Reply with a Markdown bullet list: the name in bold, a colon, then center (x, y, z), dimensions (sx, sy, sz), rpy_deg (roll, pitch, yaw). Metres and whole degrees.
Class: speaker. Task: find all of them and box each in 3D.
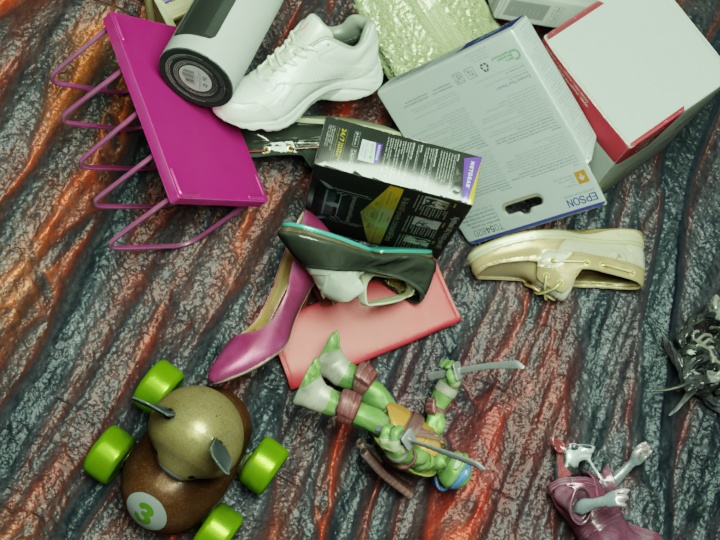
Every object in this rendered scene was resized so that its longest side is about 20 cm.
- **speaker**: center (-0.125, -0.262, 1.164), dimensions (0.081, 0.081, 0.201), rpy_deg (23, 60, 0)

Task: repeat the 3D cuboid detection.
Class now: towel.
- **towel**: center (0.090, -0.245, 1.275), dimensions (0.148, 0.036, 0.201), rpy_deg (-37, 109, -11)

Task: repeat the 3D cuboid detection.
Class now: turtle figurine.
- **turtle figurine**: center (0.045, 0.122, 1.145), dimensions (0.193, 0.200, 0.145), rpy_deg (29, 63, 5)

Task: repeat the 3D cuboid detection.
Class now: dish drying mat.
- **dish drying mat**: center (0.004, 0.056, 1.239), dimensions (0.198, 0.018, 0.077), rpy_deg (-21, 79, -12)

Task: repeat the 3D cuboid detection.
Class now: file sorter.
- **file sorter**: center (-0.213, -0.134, 1.187), dimensions (0.125, 0.138, 0.202), rpy_deg (-30, 76, 30)

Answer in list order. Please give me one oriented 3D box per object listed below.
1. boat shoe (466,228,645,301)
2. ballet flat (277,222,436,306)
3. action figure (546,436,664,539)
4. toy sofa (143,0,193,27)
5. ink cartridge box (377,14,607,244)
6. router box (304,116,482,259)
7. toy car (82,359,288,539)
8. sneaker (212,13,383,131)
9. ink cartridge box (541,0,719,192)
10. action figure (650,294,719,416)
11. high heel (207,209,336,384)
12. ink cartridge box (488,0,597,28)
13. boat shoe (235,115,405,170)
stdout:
- **boat shoe**: center (0.214, -0.002, 1.248), dimensions (0.198, 0.074, 0.070), rpy_deg (-5, 72, -8)
- **ballet flat**: center (0.000, 0.000, 1.174), dimensions (0.199, 0.068, 0.069), rpy_deg (10, 88, -37)
- **action figure**: center (0.244, 0.260, 1.192), dimensions (0.149, 0.133, 0.201), rpy_deg (-45, 66, 28)
- **toy sofa**: center (-0.144, -0.321, 1.283), dimensions (0.199, 0.083, 0.098), rpy_deg (-27, 81, -12)
- **ink cartridge box**: center (0.139, -0.137, 1.196), dimensions (0.041, 0.199, 0.201), rpy_deg (-44, 109, -39)
- **router box**: center (0.026, -0.078, 1.180), dimensions (0.156, 0.200, 0.053), rpy_deg (15, 74, -3)
- **toy car**: center (-0.166, 0.171, 1.096), dimensions (0.164, 0.200, 0.158), rpy_deg (35, 75, 3)
- **sneaker**: center (-0.066, -0.213, 1.191), dimensions (0.199, 0.100, 0.078), rpy_deg (-27, 50, -26)
- **ink cartridge box**: center (0.263, -0.183, 1.234), dimensions (0.145, 0.200, 0.145), rpy_deg (-34, 80, -14)
- **action figure**: center (0.399, 0.073, 1.237), dimensions (0.200, 0.102, 0.119), rpy_deg (-44, 96, -16)
- **high heel**: center (-0.094, 0.027, 1.172), dimensions (0.199, 0.067, 0.096), rpy_deg (-38, 105, -25)
- **ink cartridge box**: center (0.225, -0.350, 1.325), dimensions (0.198, 0.045, 0.178), rpy_deg (4, 54, -22)
- **boat shoe**: center (-0.050, -0.140, 1.259), dimensions (0.199, 0.074, 0.064), rpy_deg (4, 98, -10)
